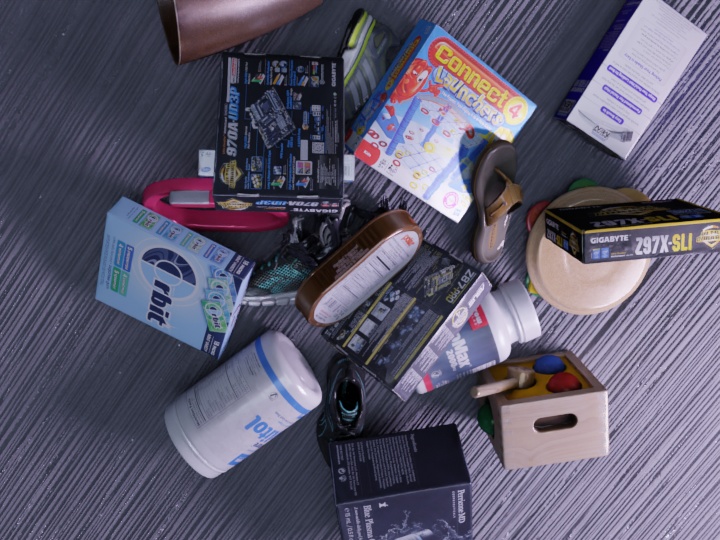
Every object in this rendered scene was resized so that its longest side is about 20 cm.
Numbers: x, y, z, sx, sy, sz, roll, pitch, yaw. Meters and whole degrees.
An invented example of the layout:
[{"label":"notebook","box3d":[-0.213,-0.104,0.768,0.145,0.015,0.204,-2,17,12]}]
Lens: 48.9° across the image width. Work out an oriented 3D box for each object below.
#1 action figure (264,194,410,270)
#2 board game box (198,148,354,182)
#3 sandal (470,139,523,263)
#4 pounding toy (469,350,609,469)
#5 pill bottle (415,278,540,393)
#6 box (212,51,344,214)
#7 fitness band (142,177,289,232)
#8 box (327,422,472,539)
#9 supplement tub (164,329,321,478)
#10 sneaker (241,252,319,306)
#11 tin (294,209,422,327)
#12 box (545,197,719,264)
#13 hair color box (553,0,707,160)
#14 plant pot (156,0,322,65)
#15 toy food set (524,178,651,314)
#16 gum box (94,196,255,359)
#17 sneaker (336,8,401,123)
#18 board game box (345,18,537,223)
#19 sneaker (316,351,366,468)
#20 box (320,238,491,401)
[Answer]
[{"label":"action figure","box3d":[-0.038,-0.064,1.087,0.198,0.119,0.103,-16,114,-25]},{"label":"board game box","box3d":[-0.111,-0.138,1.065,0.197,0.134,0.035,1,94,-6]},{"label":"sandal","box3d":[0.195,-0.089,1.110,0.081,0.054,0.202,-23,131,-32]},{"label":"pounding toy","box3d":[0.244,0.190,1.158,0.197,0.184,0.144,-7,105,-3]},{"label":"pill bottle","box3d":[0.154,0.089,1.157,0.198,0.120,0.121,-22,106,1]},{"label":"box","box3d":[-0.098,-0.172,0.981,0.157,0.046,0.203,1,70,-5]},{"label":"fitness band","box3d":[-0.194,-0.086,1.072,0.197,0.144,0.038,2,78,-4]},{"label":"box","box3d":[0.062,0.351,1.191,0.197,0.118,0.198,-9,127,-3]},{"label":"supplement tub","box3d":[-0.168,0.192,1.153,0.199,0.132,0.132,-37,105,6]},{"label":"sneaker","box3d":[-0.113,0.004,1.144,0.197,0.078,0.093,-1,96,-12]},{"label":"tin","box3d":[0.000,0.000,1.067,0.200,0.112,0.042,-41,67,3]},{"label":"box","box3d":[0.367,-0.056,1.066,0.197,0.160,0.050,-5,106,-2]},{"label":"hair color box","box3d":[0.374,-0.271,1.109,0.109,0.065,0.201,30,99,-12]},{"label":"plant pot","box3d":[-0.151,-0.369,0.994,0.198,0.187,0.189,-14,106,-17]},{"label":"toy food set","box3d":[0.336,-0.033,1.177,0.195,0.049,0.203,8,105,-7]},{"label":"gum box","box3d":[-0.258,0.014,1.084,0.198,0.045,0.171,26,131,0]},{"label":"sneaker","box3d":[-0.004,-0.246,1.081,0.080,0.074,0.202,18,104,-12]},{"label":"board game box","box3d":[0.108,-0.199,1.082,0.199,0.056,0.197,28,102,-28]},{"label":"sneaker","box3d":[-0.029,0.225,1.200,0.074,0.079,0.203,0,106,-5]},{"label":"box","box3d":[0.060,0.055,1.100,0.201,0.161,0.049,-52,138,-8]}]
